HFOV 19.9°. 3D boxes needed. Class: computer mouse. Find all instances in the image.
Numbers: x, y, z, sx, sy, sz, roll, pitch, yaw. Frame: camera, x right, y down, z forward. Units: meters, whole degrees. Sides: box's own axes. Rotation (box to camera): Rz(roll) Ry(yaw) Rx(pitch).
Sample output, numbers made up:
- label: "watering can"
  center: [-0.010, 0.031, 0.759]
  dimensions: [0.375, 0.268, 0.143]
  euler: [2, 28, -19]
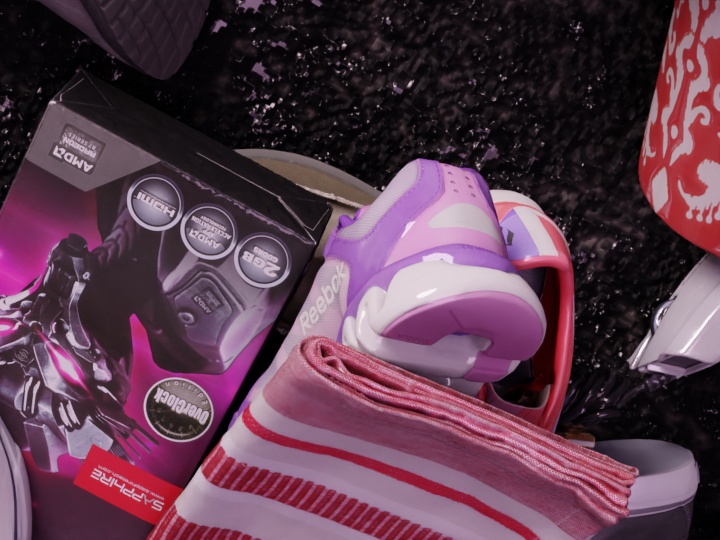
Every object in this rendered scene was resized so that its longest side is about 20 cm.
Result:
- label: "computer mouse"
  center: [0.152, 0.019, 0.931]
  dimensions: [0.199, 0.110, 0.044]
  euler: [-31, 88, -12]

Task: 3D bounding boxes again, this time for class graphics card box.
- label: "graphics card box"
  center: [-0.109, 0.031, 0.872]
  dimensions: [0.125, 0.051, 0.201]
  euler: [29, 112, -2]

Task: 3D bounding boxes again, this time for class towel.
- label: "towel"
  center: [0.001, 0.107, 0.820]
  dimensions: [0.143, 0.023, 0.200]
  euler: [23, 139, -13]

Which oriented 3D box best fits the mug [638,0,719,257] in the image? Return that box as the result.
- label: "mug"
  center: [0.211, -0.105, 0.847]
  dimensions: [0.176, 0.134, 0.201]
  euler: [9, 128, -5]

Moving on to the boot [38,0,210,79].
- label: "boot"
  center: [-0.149, -0.151, 0.828]
  dimensions: [0.131, 0.200, 0.070]
  euler: [18, 75, 27]

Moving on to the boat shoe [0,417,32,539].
- label: "boat shoe"
  center: [-0.189, 0.061, 0.835]
  dimensions: [0.073, 0.067, 0.201]
  euler: [-7, 108, 16]

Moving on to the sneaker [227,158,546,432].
- label: "sneaker"
  center: [0.004, 0.024, 0.821]
  dimensions: [0.080, 0.089, 0.200]
  euler: [8, 147, -26]

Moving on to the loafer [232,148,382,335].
- label: "loafer"
  center: [0.000, 0.000, 0.903]
  dimensions: [0.199, 0.070, 0.076]
  euler: [13, 104, -13]

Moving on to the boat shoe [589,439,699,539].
- label: "boat shoe"
  center: [0.062, 0.124, 0.956]
  dimensions: [0.199, 0.070, 0.067]
  euler: [-7, 106, -15]

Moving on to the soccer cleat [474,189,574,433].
- label: "soccer cleat"
  center: [0.052, 0.070, 0.860]
  dimensions: [0.068, 0.073, 0.201]
  euler: [3, 106, -15]
